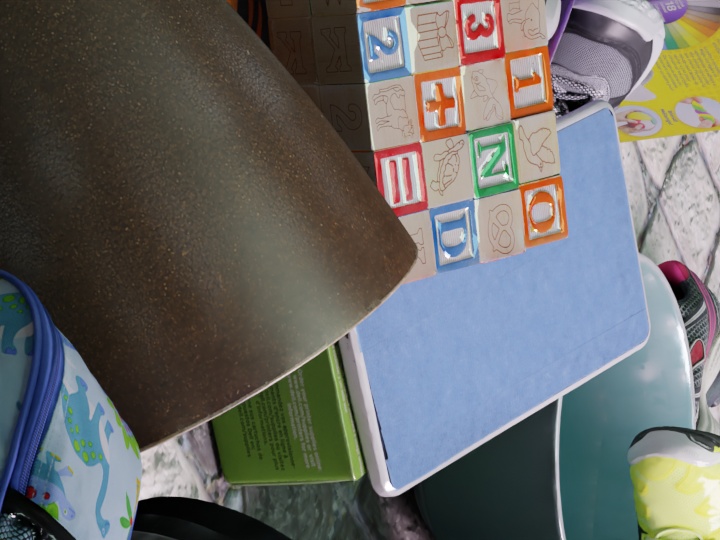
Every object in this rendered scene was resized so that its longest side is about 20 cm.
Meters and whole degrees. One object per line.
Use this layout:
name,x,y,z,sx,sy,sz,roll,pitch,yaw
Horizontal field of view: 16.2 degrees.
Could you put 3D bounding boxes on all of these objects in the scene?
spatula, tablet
spatula,0.074,-0.120,1.287,0.020,0.200,0.057,21,92,-19
tablet,0.064,0.009,1.188,0.200,0.014,0.131,-27,113,-40

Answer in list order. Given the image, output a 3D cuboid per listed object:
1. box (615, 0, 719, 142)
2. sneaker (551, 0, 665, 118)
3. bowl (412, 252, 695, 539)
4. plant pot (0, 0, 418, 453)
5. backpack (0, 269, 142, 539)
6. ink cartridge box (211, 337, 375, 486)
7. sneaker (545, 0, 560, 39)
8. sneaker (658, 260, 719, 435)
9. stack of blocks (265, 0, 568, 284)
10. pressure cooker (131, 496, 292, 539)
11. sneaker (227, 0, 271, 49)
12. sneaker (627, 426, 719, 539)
box,0.163,-0.126,1.399,0.117,0.199,0.049,52,44,-44
sneaker,0.098,-0.071,1.331,0.200,0.075,0.114,124,-15,-68
bowl,0.096,0.089,1.339,0.201,0.104,0.202,-7,98,-62
plant pot,-0.104,-0.052,0.972,0.201,0.186,0.187,62,35,-11
backpack,-0.168,0.090,0.812,0.147,0.182,0.201,59,34,-39
ink cartridge box,0.000,0.000,1.222,0.200,0.075,0.149,-30,112,-56
sneaker,0.054,-0.199,1.214,0.201,0.077,0.112,-101,175,-50
sneaker,0.173,0.072,1.525,0.075,0.080,0.200,56,31,-18
stack of blocks,0.021,-0.102,1.089,0.115,0.058,0.201,-15,102,-42
pressure cooker,-0.068,0.185,0.954,0.200,0.175,0.179,-49,168,-39
sneaker,-0.063,-0.092,1.128,0.200,0.077,0.113,33,68,-52
sneaker,0.181,0.164,1.316,0.077,0.075,0.201,-62,142,-42
